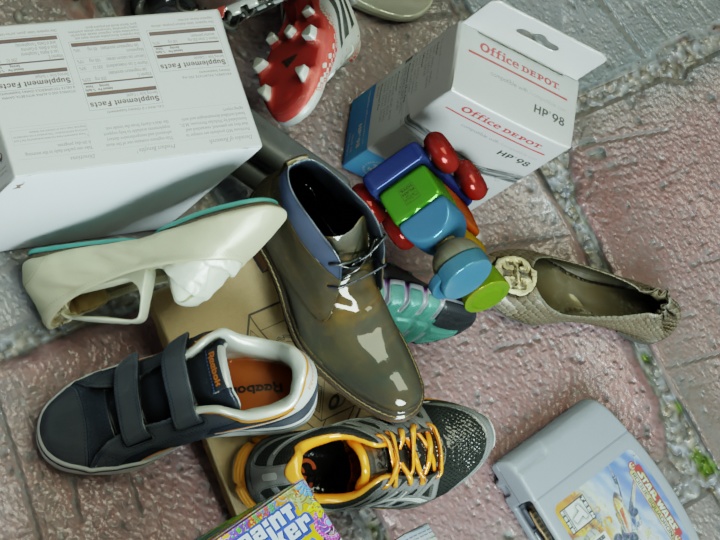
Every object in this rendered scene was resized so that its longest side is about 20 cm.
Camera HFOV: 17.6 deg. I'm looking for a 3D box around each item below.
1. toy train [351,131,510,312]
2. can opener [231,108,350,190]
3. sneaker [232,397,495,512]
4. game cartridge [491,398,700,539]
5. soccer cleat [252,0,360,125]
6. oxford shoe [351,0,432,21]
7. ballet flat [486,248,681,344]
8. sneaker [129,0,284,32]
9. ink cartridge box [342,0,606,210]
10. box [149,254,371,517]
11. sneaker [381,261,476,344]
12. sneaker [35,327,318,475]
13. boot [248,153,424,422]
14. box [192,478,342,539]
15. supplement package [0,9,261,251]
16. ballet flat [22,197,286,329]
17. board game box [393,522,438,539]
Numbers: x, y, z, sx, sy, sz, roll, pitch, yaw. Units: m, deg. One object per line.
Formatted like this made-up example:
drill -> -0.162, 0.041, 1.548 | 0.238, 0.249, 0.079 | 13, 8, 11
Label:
toy train -> 0.077, -0.017, 1.779 | 0.116, 0.085, 0.200 | 60, 10, 24
can opener -> -0.092, -0.112, 1.758 | 0.200, 0.053, 0.067 | 35, 41, -1
sneaker -> 0.012, 0.137, 1.661 | 0.199, 0.077, 0.079 | -12, 88, -25
game cartridge -> 0.200, 0.207, 1.847 | 0.133, 0.042, 0.200 | -32, 89, -35
soccer cleat -> -0.034, -0.175, 1.817 | 0.085, 0.068, 0.200 | 44, 30, -33
oxford shoe -> -0.016, -0.276, 1.901 | 0.200, 0.058, 0.075 | 39, 51, -16
ballet flat -> 0.183, 0.019, 1.910 | 0.199, 0.046, 0.068 | 15, 61, -28
sneaker -> -0.085, -0.214, 1.773 | 0.077, 0.199, 0.082 | 38, 57, -66
ink cartridge box -> 0.087, -0.122, 1.810 | 0.116, 0.200, 0.067 | 24, 59, -24
box -> -0.048, 0.080, 1.695 | 0.163, 0.021, 0.201 | -23, 93, -22
sneaker -> 0.000, 0.000, 1.780 | 0.199, 0.074, 0.088 | 9, 60, -30
sneaker -> -0.127, 0.085, 1.606 | 0.199, 0.079, 0.079 | -12, 68, -9
boot -> -0.014, 0.012, 1.634 | 0.075, 0.097, 0.200 | -32, 79, -24
box -> -0.075, 0.269, 1.526 | 0.122, 0.200, 0.193 | -32, 88, -38
supplement package -> -0.201, -0.094, 1.630 | 0.199, 0.156, 0.111 | -9, 74, -36
ballet flat -> -0.141, 0.002, 1.624 | 0.069, 0.199, 0.070 | -13, 90, -72
board game box -> 0.009, 0.271, 1.614 | 0.062, 0.200, 0.200 | -19, 67, -39
